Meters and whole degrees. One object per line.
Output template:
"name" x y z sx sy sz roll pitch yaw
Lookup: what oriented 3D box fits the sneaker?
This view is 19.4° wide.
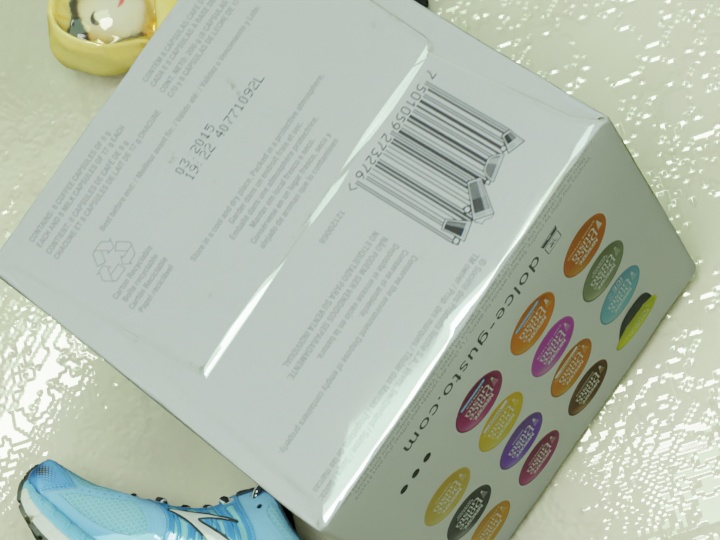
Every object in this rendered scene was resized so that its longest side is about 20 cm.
"sneaker" -0.070 0.137 0.997 0.199 0.078 0.090 25 67 16

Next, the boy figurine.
"boy figurine" -0.068 -0.151 1.089 0.199 0.064 0.125 -12 71 10

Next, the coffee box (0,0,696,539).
"coffee box" 0.000 0.000 0.941 0.200 0.198 0.200 34 85 26
